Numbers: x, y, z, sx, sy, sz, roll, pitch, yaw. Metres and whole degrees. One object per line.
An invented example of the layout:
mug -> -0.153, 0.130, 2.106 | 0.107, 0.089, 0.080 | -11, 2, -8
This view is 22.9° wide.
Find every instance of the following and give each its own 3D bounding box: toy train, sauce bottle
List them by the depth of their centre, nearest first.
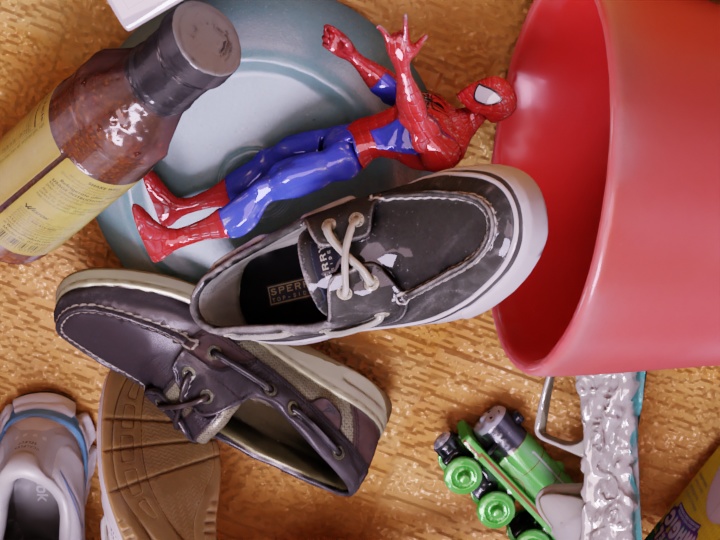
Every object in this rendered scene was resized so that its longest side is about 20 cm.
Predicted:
sauce bottle -> -0.130, -0.068, 0.889 | 0.066, 0.066, 0.199 | 47, 134, -14
toy train -> 0.121, 0.155, 1.018 | 0.056, 0.042, 0.200 | -41, 104, 7

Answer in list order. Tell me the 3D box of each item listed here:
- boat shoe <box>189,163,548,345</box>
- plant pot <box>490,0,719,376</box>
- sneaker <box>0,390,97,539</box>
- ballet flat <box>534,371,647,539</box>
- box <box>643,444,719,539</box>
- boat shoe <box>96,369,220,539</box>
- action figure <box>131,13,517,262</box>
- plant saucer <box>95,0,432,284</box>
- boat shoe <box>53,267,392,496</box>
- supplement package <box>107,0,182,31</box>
boat shoe -> 0.000, 0.000, 0.865 | 0.199, 0.063, 0.071 | -21, 79, 38
plant pot -> 0.170, -0.038, 0.863 | 0.175, 0.201, 0.202 | 7, 113, -11
sneaker -> -0.185, 0.177, 1.021 | 0.074, 0.087, 0.202 | -3, 113, 3
ballet flat -> 0.127, 0.103, 0.970 | 0.071, 0.072, 0.202 | 1, 92, 3
box -> 0.218, 0.123, 0.943 | 0.048, 0.117, 0.201 | 32, 101, -9
boat shoe -> -0.114, 0.146, 0.981 | 0.070, 0.202, 0.069 | -1, 158, -26
action figure -> -0.024, -0.078, 0.878 | 0.198, 0.065, 0.100 | -15, 120, 9
plant saucer -> -0.054, -0.050, 0.947 | 0.198, 0.036, 0.202 | 1, 112, 3
boat shoe -> -0.075, 0.061, 0.957 | 0.198, 0.065, 0.073 | 23, 143, -13
supplement package -> -0.047, -0.222, 0.831 | 0.199, 0.120, 0.122 | -27, 106, 13
